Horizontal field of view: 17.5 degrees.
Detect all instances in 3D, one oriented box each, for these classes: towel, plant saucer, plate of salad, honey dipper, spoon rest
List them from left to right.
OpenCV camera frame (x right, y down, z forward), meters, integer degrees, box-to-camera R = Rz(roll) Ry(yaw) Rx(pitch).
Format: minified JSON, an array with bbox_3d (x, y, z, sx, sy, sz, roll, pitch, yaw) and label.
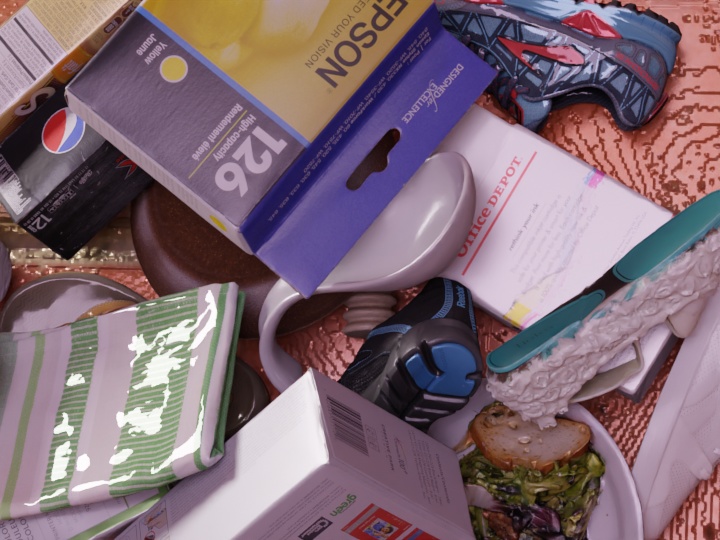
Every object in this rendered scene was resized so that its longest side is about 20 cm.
[{"bbox_3d":[-0.173,0.085,1.507,0.199,0.023,0.153,-12,48,20],"label":"towel"},{"bbox_3d":[-0.072,-0.055,1.574,0.200,0.037,0.201,-6,73,21],"label":"plant saucer"},{"bbox_3d":[0.000,0.000,1.489,0.061,0.099,0.200,33,116,-25],"label":"spoon rest"},{"bbox_3d":[0.006,-0.055,1.579,0.038,0.038,0.201,-2,80,11],"label":"honey dipper"},{"bbox_3d":[0.086,0.169,1.501,0.199,0.048,0.201,-1,87,29],"label":"plate of salad"}]

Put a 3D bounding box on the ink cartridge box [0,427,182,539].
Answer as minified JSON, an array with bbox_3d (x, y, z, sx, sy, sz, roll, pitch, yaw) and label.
[{"bbox_3d":[-0.207,0.173,1.550,0.200,0.104,0.059,-28,77,6],"label":"ink cartridge box"}]

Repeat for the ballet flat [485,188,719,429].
[{"bbox_3d":[0.169,0.028,1.461,0.200,0.072,0.072,-35,77,5],"label":"ballet flat"}]

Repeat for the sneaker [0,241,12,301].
[{"bbox_3d":[-0.289,0.013,1.537,0.075,0.115,0.200,-15,36,15],"label":"sneaker"}]

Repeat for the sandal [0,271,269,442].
[{"bbox_3d":[-0.155,0.057,1.583,0.200,0.054,0.081,25,87,13],"label":"sandal"}]

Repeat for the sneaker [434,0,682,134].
[{"bbox_3d":[0.107,-0.140,1.550,0.199,0.079,0.096,11,86,12],"label":"sneaker"}]

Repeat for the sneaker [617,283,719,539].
[{"bbox_3d":[0.247,0.097,1.491,0.115,0.074,0.201,24,91,10],"label":"sneaker"}]

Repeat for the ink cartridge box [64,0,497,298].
[{"bbox_3d":[-0.049,-0.120,1.477,0.200,0.047,0.198,38,78,10],"label":"ink cartridge box"}]

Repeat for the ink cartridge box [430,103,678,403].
[{"bbox_3d":[0.125,-0.015,1.534,0.200,0.067,0.117,32,89,12],"label":"ink cartridge box"}]

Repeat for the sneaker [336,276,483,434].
[{"bbox_3d":[0.016,0.087,1.523,0.073,0.082,0.200,31,126,-20],"label":"sneaker"}]

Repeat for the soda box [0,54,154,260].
[{"bbox_3d":[-0.155,-0.104,1.558,0.200,0.071,0.063,-42,57,4],"label":"soda box"}]

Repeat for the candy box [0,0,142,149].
[{"bbox_3d":[-0.198,-0.146,1.590,0.200,0.115,0.055,-42,75,2],"label":"candy box"}]

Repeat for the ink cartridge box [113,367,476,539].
[{"bbox_3d":[-0.031,0.182,1.478,0.200,0.175,0.084,-41,37,24],"label":"ink cartridge box"}]
